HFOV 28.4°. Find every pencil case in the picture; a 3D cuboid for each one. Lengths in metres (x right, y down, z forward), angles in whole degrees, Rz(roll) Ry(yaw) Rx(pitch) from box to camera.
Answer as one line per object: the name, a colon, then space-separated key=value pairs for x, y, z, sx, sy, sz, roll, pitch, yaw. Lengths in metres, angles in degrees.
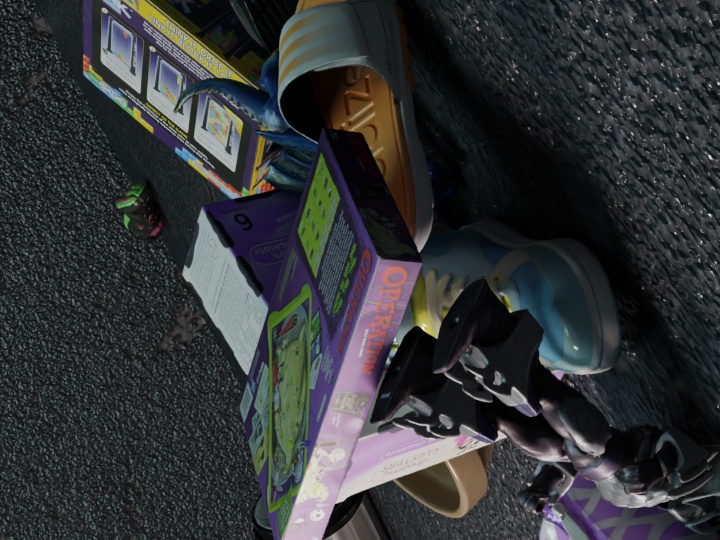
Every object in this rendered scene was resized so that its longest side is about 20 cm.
pencil case: x=0.174 y=0.181 z=0.782 sx=0.085 sy=0.084 sz=0.200 roll=31 pitch=-172 yaw=-38

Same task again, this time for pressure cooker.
pressure cooker: x=-0.060 y=0.368 z=2.044 sx=0.176 sy=0.178 sz=0.201 roll=14 pitch=134 yaw=54

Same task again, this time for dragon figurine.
dragon figurine: x=-0.034 y=-0.087 z=0.912 sx=0.059 sy=0.199 sz=0.100 roll=83 pitch=-167 yaw=-58

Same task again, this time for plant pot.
plant pot: x=0.039 y=0.080 z=1.065 sx=0.201 sy=0.093 sz=0.201 roll=44 pitch=161 yaw=20

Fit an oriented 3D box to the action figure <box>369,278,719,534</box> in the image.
action figure: x=0.110 y=0.088 z=0.731 sx=0.200 sy=0.070 sz=0.130 roll=31 pitch=147 yaw=-17

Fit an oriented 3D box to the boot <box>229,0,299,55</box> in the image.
boot: x=-0.091 y=-0.237 z=0.987 sx=0.132 sy=0.070 sz=0.201 roll=-133 pitch=21 yaw=-67

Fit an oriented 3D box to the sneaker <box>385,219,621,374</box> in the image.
sneaker: x=0.054 y=0.026 z=0.798 sx=0.200 sy=0.130 sz=0.080 roll=-158 pitch=56 yaw=-72

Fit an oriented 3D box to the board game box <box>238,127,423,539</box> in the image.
board game box: x=-0.022 y=0.039 z=0.769 sx=0.120 sy=0.032 sz=0.201 roll=-107 pitch=30 yaw=-51

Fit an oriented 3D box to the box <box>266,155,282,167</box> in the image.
box: x=0.000 y=0.000 z=1.167 sx=0.117 sy=0.060 sz=0.201 roll=47 pitch=162 yaw=51

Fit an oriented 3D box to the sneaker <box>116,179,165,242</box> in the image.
sneaker: x=-0.399 y=-0.107 z=2.651 sx=0.084 sy=0.077 sz=0.200 roll=41 pitch=169 yaw=8

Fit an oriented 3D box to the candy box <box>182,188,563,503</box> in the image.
candy box: x=0.007 y=0.033 z=0.925 sx=0.200 sy=0.167 sz=0.072 roll=54 pitch=142 yaw=30

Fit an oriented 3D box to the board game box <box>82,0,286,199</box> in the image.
board game box: x=-0.140 y=-0.166 z=1.170 sx=0.200 sy=0.057 sz=0.166 roll=40 pitch=149 yaw=12

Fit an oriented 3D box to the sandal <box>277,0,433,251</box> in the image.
sandal: x=-0.009 y=-0.097 z=0.810 sx=0.059 sy=0.079 sz=0.207 roll=15 pitch=-131 yaw=-42
